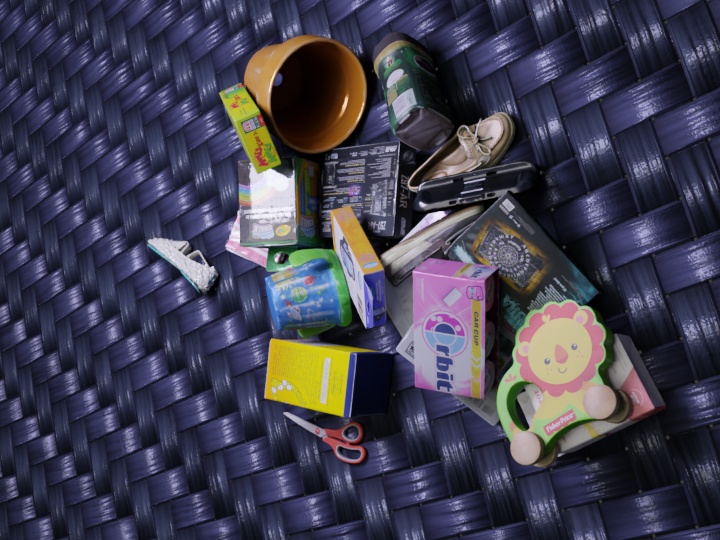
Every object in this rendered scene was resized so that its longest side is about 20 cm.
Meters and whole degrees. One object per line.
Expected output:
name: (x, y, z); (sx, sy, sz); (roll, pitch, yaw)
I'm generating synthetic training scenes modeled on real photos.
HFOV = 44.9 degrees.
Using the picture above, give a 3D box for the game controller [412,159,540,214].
game controller: (0.179, -0.127, 1.355); (0.199, 0.105, 0.042); (-11, 122, 19)

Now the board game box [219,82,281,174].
board game box: (-0.197, -0.254, 1.540); (0.047, 0.102, 0.200); (-24, 29, -5)

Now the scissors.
scissors: (-0.069, 0.303, 1.584); (0.199, 0.014, 0.074); (1, 89, 36)

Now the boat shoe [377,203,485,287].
boat shoe: (0.118, -0.039, 1.371); (0.200, 0.072, 0.066); (-29, 94, 23)

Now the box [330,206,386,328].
box: (0.000, 0.000, 1.431); (0.200, 0.041, 0.120); (-119, 19, -46)

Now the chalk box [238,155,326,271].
chalk box: (-0.141, -0.098, 1.592); (0.124, 0.124, 0.202); (-1, 90, 23)

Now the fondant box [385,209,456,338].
fondant box: (0.119, 0.004, 1.439); (0.200, 0.058, 0.145); (-45, 61, 25)

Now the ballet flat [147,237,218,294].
ballet flat: (-0.365, -0.022, 1.822); (0.200, 0.072, 0.072); (37, 108, 32)

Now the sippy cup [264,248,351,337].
sippy cup: (-0.095, 0.043, 1.519); (0.140, 0.129, 0.179); (-143, 41, -72)

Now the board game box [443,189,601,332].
board game box: (0.238, 0.000, 1.291); (0.135, 0.028, 0.200); (-43, 85, 20)

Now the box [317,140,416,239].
box: (0.008, -0.136, 1.526); (0.199, 0.043, 0.162); (0, 86, 48)

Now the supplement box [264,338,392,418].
supplement box: (-0.057, 0.186, 1.526); (0.199, 0.108, 0.110); (6, 89, 38)

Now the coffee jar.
coffee jar: (0.084, -0.300, 1.441); (0.085, 0.104, 0.201); (-38, 46, 32)

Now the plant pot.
plant pot: (-0.118, -0.333, 1.583); (0.183, 0.199, 0.201); (34, 107, 50)

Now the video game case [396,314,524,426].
video game case: (0.181, 0.113, 1.361); (0.200, 0.024, 0.183); (37, 109, 12)

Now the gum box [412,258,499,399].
gum box: (0.143, 0.091, 1.301); (0.113, 0.066, 0.202); (8, 112, 27)

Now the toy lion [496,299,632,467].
toy lion: (0.272, 0.149, 1.221); (0.200, 0.068, 0.193); (-39, 56, 24)

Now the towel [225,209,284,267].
towel: (-0.185, -0.113, 1.703); (0.146, 0.030, 0.201); (23, 99, 36)

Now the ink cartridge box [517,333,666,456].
ink cartridge box: (0.317, 0.188, 1.256); (0.199, 0.067, 0.117); (-34, 67, 27)

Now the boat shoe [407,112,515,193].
boat shoe: (0.165, -0.184, 1.417); (0.200, 0.062, 0.074); (-41, 63, 27)
